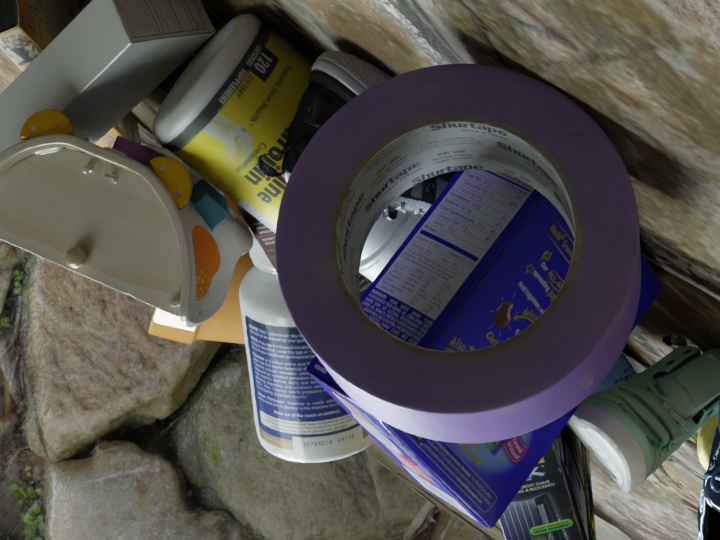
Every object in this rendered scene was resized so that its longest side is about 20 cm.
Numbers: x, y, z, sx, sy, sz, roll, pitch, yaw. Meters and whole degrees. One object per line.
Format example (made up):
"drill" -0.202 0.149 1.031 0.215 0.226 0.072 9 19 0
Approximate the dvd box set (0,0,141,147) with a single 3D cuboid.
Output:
"dvd box set" -0.241 -0.190 1.544 0.200 0.029 0.146 50 -159 -55

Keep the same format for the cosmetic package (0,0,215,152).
"cosmetic package" -0.198 -0.139 1.403 0.200 0.083 0.051 -35 75 41

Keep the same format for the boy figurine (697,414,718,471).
"boy figurine" 0.322 0.170 1.465 0.200 0.064 0.124 40 160 -20

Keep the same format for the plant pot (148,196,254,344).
"plant pot" -0.093 -0.016 1.737 0.140 0.200 0.200 19 172 -4

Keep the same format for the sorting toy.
"sorting toy" -0.161 -0.046 1.414 0.200 0.107 0.180 22 -172 17

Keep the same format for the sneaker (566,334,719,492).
"sneaker" 0.201 0.088 1.313 0.074 0.118 0.200 51 -177 8

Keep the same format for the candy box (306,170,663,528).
"candy box" 0.083 0.035 1.208 0.077 0.200 0.169 30 168 40

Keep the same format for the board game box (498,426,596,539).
"board game box" 0.126 0.119 1.388 0.200 0.057 0.165 -86 -20 -53

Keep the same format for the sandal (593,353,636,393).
"sandal" 0.150 0.058 1.511 0.200 0.080 0.087 38 167 -23

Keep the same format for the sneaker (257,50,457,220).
"sneaker" 0.025 -0.047 1.284 0.200 0.114 0.075 38 172 -15

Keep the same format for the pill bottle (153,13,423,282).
"pill bottle" -0.039 -0.080 1.361 0.200 0.112 0.112 38 171 -16

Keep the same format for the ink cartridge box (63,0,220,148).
"ink cartridge box" -0.120 -0.132 1.524 0.165 0.075 0.200 32 172 30

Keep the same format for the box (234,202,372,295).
"box" 0.000 0.000 1.470 0.200 0.100 0.075 59 162 -7

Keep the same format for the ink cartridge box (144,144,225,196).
"ink cartridge box" -0.184 -0.048 1.626 0.050 0.109 0.200 38 173 -20

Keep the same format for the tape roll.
"tape roll" 0.057 -0.008 1.082 0.200 0.200 0.085 33 172 15

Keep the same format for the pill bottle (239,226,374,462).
"pill bottle" -0.043 0.051 1.621 0.111 0.111 0.200 26 130 48

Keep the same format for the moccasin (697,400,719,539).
"moccasin" 0.278 0.150 1.345 0.080 0.068 0.200 15 144 15
